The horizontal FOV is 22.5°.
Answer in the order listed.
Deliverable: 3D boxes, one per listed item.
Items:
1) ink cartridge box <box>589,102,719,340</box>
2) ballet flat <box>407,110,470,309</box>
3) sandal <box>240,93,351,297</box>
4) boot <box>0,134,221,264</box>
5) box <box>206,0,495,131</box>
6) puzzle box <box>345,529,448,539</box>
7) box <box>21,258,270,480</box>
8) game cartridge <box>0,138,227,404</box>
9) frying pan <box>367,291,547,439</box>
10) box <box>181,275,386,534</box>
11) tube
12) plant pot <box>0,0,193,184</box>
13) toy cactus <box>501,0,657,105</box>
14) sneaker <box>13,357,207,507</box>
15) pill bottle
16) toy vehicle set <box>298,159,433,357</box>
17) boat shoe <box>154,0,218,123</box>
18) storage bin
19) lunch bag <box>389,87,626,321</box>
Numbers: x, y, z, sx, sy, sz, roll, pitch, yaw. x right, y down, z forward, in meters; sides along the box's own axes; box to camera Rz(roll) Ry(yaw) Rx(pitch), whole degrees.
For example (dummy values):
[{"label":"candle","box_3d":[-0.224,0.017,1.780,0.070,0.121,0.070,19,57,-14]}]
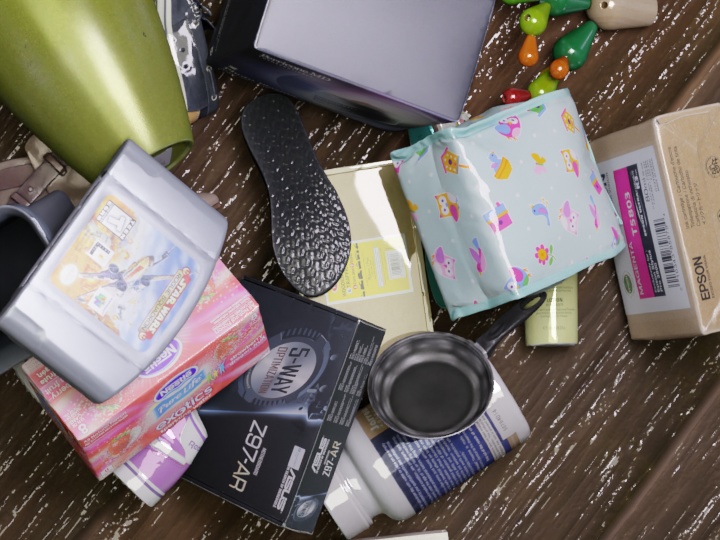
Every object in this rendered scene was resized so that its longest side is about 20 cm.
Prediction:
[{"label":"ink cartridge box","box_3d":[0.291,-0.040,1.673,0.074,0.165,0.202,-13,89,-15]},{"label":"ballet flat","box_3d":[0.093,-0.064,1.724,0.063,0.075,0.202,-11,95,-36]},{"label":"sandal","box_3d":[-0.057,-0.070,1.703,0.075,0.048,0.202,-16,74,-1]},{"label":"boot","box_3d":[-0.250,-0.078,1.708,0.199,0.070,0.147,-27,88,-3]},{"label":"box","box_3d":[-0.015,-0.213,1.632,0.198,0.198,0.124,18,86,-16]},{"label":"puzzle box","box_3d":[-0.008,0.324,1.728,0.198,0.025,0.135,-5,89,-2]},{"label":"box","box_3d":[-0.188,0.078,1.617,0.199,0.103,0.095,-36,66,-15]},{"label":"game cartridge","box_3d":[-0.203,0.005,1.542,0.133,0.041,0.201,37,69,-13]},{"label":"frying pan","box_3d":[0.081,0.079,1.643,0.114,0.031,0.191,20,56,20]},{"label":"box","box_3d":[-0.078,0.122,1.675,0.159,0.043,0.202,20,88,41]},{"label":"tube","box_3d":[0.179,-0.028,1.734,0.058,0.052,0.202,4,83,-46]},{"label":"plant pot","box_3d":[-0.240,-0.175,1.639,0.186,0.187,0.201,-33,83,-3]},{"label":"toy cactus","box_3d":[0.201,-0.252,1.730,0.163,0.102,0.202,3,86,-21]},{"label":"sneaker","box_3d":[-0.229,0.114,1.697,0.200,0.073,0.114,40,86,9]},{"label":"pill bottle","box_3d":[0.049,0.162,1.691,0.199,0.111,0.111,-33,90,-3]},{"label":"toy vehicle set","box_3d":[0.000,0.000,1.735,0.123,0.027,0.202,-8,89,-2]},{"label":"boat shoe","box_3d":[-0.175,-0.236,1.712,0.062,0.074,0.202,-12,95,-31]},{"label":"storage bin","box_3d":[-0.333,0.005,1.629,0.199,0.134,0.146,-30,101,18]},{"label":"lunch bag","box_3d":[0.147,-0.066,1.646,0.199,0.122,0.172,-22,90,-40]}]
